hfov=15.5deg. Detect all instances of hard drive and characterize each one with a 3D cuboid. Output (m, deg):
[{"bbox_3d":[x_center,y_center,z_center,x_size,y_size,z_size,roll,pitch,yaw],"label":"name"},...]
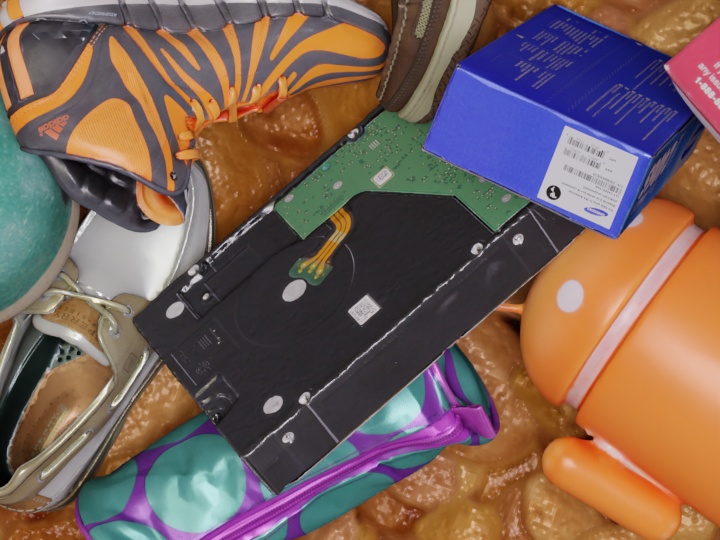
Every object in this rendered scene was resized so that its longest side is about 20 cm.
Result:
[{"bbox_3d":[0.000,0.000,1.251,0.200,0.038,0.140,-42,39,-3],"label":"hard drive"}]

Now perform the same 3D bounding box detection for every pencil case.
[{"bbox_3d":[-0.034,0.094,1.284,0.200,0.093,0.085,-31,123,8],"label":"pencil case"}]

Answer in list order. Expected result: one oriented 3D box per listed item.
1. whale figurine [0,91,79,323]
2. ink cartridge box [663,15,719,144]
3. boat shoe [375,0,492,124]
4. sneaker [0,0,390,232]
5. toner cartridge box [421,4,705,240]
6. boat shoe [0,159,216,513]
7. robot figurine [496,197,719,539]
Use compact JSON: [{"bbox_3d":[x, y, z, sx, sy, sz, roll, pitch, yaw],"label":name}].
[{"bbox_3d":[-0.210,-0.071,1.279,0.159,0.104,0.201,-10,73,8],"label":"whale figurine"},{"bbox_3d":[0.254,-0.092,1.132,0.200,0.086,0.148,-43,63,7],"label":"ink cartridge box"},{"bbox_3d":[0.034,-0.160,1.211,0.075,0.075,0.203,20,126,-2],"label":"boat shoe"},{"bbox_3d":[-0.075,-0.074,1.264,0.199,0.078,0.112,-2,69,-21],"label":"sneaker"},{"bbox_3d":[0.101,-0.071,1.205,0.095,0.200,0.043,27,109,10],"label":"toner cartridge box"},{"bbox_3d":[-0.131,0.029,1.314,0.075,0.068,0.201,23,92,12],"label":"boat shoe"},{"bbox_3d":[0.157,0.045,1.237,0.200,0.117,0.144,36,120,9],"label":"robot figurine"}]
